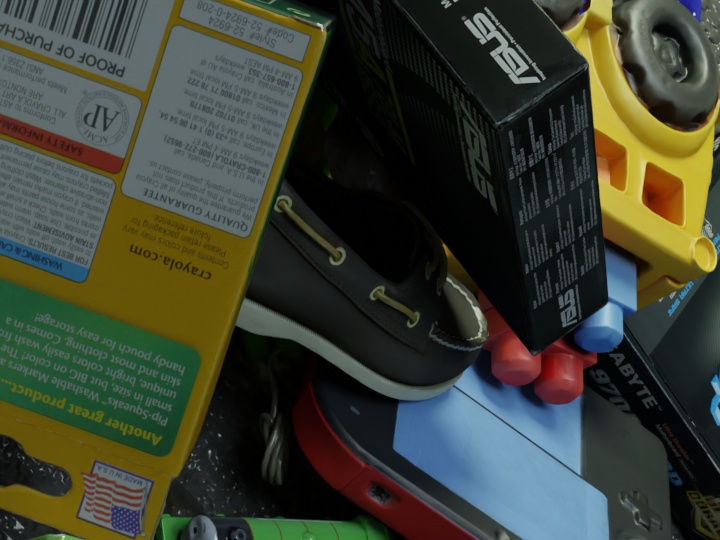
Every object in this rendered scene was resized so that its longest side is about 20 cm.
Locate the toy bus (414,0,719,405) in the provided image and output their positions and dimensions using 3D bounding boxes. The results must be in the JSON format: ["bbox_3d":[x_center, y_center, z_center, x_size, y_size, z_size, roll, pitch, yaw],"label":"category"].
[{"bbox_3d":[0.070,-0.044,0.973,0.199,0.135,0.193,28,53,-30],"label":"toy bus"}]

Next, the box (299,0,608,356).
[{"bbox_3d":[0.022,-0.085,0.811,0.047,0.200,0.194,-32,65,-7],"label":"box"}]

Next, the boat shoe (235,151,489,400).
[{"bbox_3d":[0.000,0.000,0.844,0.201,0.060,0.072,23,34,-52],"label":"boat shoe"}]

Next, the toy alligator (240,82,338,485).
[{"bbox_3d":[-0.046,-0.005,0.914,0.054,0.059,0.202,5,67,7],"label":"toy alligator"}]

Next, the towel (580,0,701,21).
[{"bbox_3d":[0.111,-0.176,1.137,0.199,0.049,0.149,26,55,-33],"label":"towel"}]

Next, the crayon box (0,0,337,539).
[{"bbox_3d":[-0.099,-0.015,0.742,0.125,0.202,0.052,20,12,0],"label":"crayon box"}]

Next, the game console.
[{"bbox_3d":[0.061,0.076,0.931,0.199,0.031,0.177,36,31,-14],"label":"game console"}]

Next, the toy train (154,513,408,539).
[{"bbox_3d":[-0.008,0.121,0.884,0.199,0.056,0.042,7,67,-42],"label":"toy train"}]

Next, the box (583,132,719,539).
[{"bbox_3d":[0.198,0.035,1.124,0.160,0.046,0.200,55,44,-10],"label":"box"}]

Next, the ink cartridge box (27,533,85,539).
[{"bbox_3d":[-0.085,0.212,0.739,0.145,0.084,0.202,23,63,-34],"label":"ink cartridge box"}]
